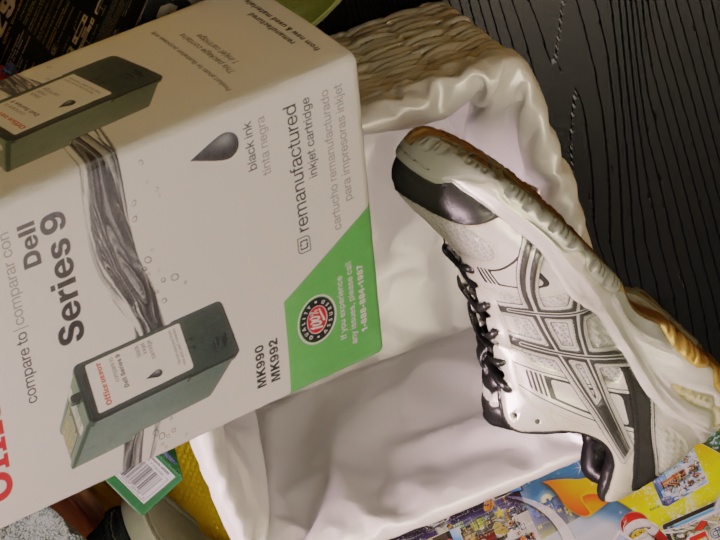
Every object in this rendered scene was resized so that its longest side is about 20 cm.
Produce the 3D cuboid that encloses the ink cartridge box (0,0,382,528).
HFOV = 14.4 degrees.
[{"bbox_3d":[-0.099,-0.004,1.113,0.199,0.084,0.146,-25,129,-26],"label":"ink cartridge box"}]

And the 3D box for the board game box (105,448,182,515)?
[{"bbox_3d":[-0.163,0.011,1.306,0.029,0.135,0.200,-40,112,7],"label":"board game box"}]

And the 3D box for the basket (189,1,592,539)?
[{"bbox_3d":[0.000,0.000,1.319,0.199,0.161,0.199,-21,112,-2],"label":"basket"}]

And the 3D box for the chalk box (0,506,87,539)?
[{"bbox_3d":[-0.225,0.180,1.273,0.125,0.124,0.200,45,58,-22],"label":"chalk box"}]

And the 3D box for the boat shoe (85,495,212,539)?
[{"bbox_3d":[-0.078,0.181,1.406,0.066,0.075,0.199,-32,138,11],"label":"boat shoe"}]

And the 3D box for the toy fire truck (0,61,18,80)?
[{"bbox_3d":[-0.184,-0.126,1.223,0.049,0.200,0.141,7,120,-36],"label":"toy fire truck"}]

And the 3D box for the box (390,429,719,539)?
[{"bbox_3d":[0.099,0.134,1.417,0.199,0.038,0.137,-23,78,-1],"label":"box"}]

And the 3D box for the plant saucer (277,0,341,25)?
[{"bbox_3d":[-0.084,-0.188,1.304,0.199,0.031,0.201,-3,110,-9],"label":"plant saucer"}]

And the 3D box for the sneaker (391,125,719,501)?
[{"bbox_3d":[0.074,0.025,1.218,0.088,0.076,0.200,-45,112,6],"label":"sneaker"}]

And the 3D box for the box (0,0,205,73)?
[{"bbox_3d":[-0.104,-0.114,1.218,0.049,0.160,0.201,20,102,-28],"label":"box"}]

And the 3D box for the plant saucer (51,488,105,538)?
[{"bbox_3d":[-0.212,0.163,1.406,0.199,0.037,0.201,-4,111,-10],"label":"plant saucer"}]
